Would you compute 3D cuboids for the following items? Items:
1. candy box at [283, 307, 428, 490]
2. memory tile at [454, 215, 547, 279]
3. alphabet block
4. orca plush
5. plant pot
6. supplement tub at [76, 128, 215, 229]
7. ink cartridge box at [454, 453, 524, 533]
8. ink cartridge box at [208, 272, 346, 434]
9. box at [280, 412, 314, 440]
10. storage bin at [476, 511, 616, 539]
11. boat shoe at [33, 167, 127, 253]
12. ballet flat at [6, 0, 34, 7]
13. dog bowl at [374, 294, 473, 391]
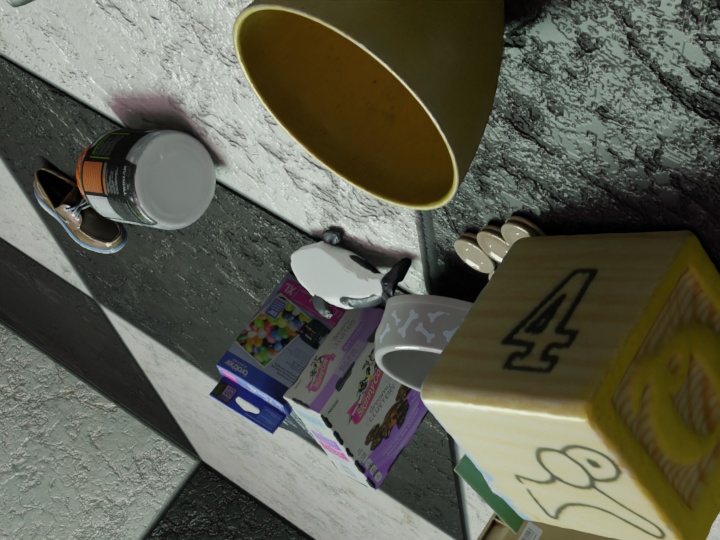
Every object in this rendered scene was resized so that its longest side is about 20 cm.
[{"bbox_3d":[0.006,0.166,1.607,0.071,0.168,0.201,20,154,38],"label":"candy box"},{"bbox_3d":[0.192,0.023,1.196,0.200,0.017,0.153,43,160,-11],"label":"memory tile"},{"bbox_3d":[0.207,0.099,1.040,0.199,0.197,0.196,1,139,51],"label":"alphabet block"},{"bbox_3d":[0.000,0.000,1.452,0.199,0.070,0.107,-9,86,51],"label":"orca plush"},{"bbox_3d":[0.026,-0.165,0.882,0.199,0.143,0.201,32,160,13],"label":"plant pot"},{"bbox_3d":[-0.282,-0.120,1.549,0.199,0.123,0.123,11,148,53],"label":"supplement tub"},{"bbox_3d":[0.161,0.143,1.187,0.104,0.201,0.059,47,158,-24],"label":"ink cartridge box"},{"bbox_3d":[-0.108,0.110,1.635,0.118,0.201,0.042,28,160,23],"label":"ink cartridge box"},{"bbox_3d":[-0.097,0.184,1.921,0.199,0.105,0.148,10,147,53],"label":"box"},{"bbox_3d":[0.255,0.402,1.642,0.197,0.201,0.094,33,159,13],"label":"storage bin"},{"bbox_3d":[-0.472,-0.100,1.999,0.199,0.073,0.073,32,158,17],"label":"boat shoe"},{"bbox_3d":[-0.437,-0.368,1.336,0.068,0.068,0.200,-31,114,34],"label":"ballet flat"},{"bbox_3d":[0.105,0.095,1.356,0.197,0.059,0.201,15,159,6],"label":"dog bowl"}]
